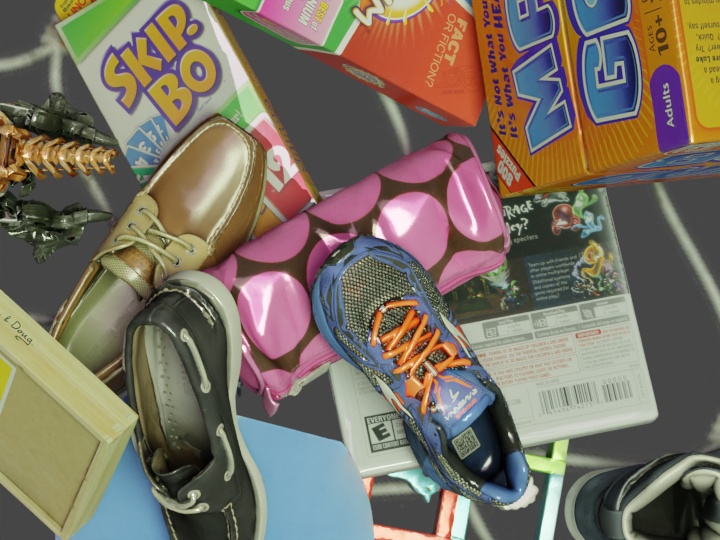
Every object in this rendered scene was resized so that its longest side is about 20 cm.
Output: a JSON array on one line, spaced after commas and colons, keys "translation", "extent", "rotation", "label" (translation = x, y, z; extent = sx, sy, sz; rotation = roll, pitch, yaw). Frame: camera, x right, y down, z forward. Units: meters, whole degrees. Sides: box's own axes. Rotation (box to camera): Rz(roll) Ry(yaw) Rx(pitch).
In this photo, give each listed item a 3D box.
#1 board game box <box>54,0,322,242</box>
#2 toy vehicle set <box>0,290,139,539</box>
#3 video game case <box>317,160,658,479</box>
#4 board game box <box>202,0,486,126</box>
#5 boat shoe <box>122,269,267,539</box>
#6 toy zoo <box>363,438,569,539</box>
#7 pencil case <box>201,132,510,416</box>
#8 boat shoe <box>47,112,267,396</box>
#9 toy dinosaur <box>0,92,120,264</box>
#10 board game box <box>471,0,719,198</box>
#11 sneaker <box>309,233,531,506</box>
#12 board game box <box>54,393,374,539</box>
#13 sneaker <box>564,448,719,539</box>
[{"translation": [-0.110, -0.104, 1.278], "extent": [0.095, 0.030, 0.201], "rotation": [-29, 87, 10], "label": "board game box"}, {"translation": [-0.224, 0.058, 1.202], "extent": [0.200, 0.124, 0.027], "rotation": [41, 52, 7], "label": "toy vehicle set"}, {"translation": [0.072, 0.024, 1.287], "extent": [0.198, 0.023, 0.184], "rotation": [-10, 77, -7], "label": "video game case"}, {"translation": [0.012, -0.198, 1.261], "extent": [0.199, 0.040, 0.154], "rotation": [24, 83, -31], "label": "board game box"}, {"translation": [-0.098, 0.102, 1.177], "extent": [0.073, 0.060, 0.202], "rotation": [11, 117, 23], "label": "boat shoe"}, {"translation": [0.056, 0.170, 1.289], "extent": [0.130, 0.020, 0.202], "rotation": [12, 83, -5], "label": "toy zoo"}, {"translation": [0.000, 0.000, 1.232], "extent": [0.199, 0.091, 0.094], "rotation": [-31, 70, -13], "label": "pencil case"}, {"translation": [-0.125, -0.001, 1.236], "extent": [0.075, 0.074, 0.201], "rotation": [33, 96, 5], "label": "boat shoe"}, {"translation": [-0.221, -0.059, 1.214], "extent": [0.199, 0.135, 0.103], "rotation": [29, 101, 37], "label": "toy dinosaur"}, {"translation": [0.201, -0.163, 1.213], "extent": [0.198, 0.199, 0.202], "rotation": [-6, 86, -28], "label": "board game box"}, {"translation": [0.044, 0.059, 1.182], "extent": [0.075, 0.078, 0.200], "rotation": [-42, 118, -9], "label": "sneaker"}, {"translation": [-0.088, 0.162, 1.259], "extent": [0.198, 0.039, 0.160], "rotation": [13, 98, 7], "label": "board game box"}, {"translation": [0.238, 0.141, 1.252], "extent": [0.200, 0.146, 0.078], "rotation": [-10, 85, -9], "label": "sneaker"}]
